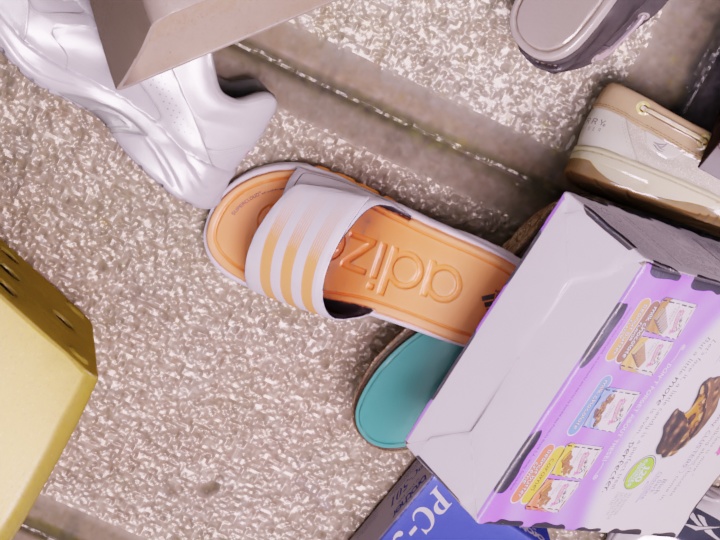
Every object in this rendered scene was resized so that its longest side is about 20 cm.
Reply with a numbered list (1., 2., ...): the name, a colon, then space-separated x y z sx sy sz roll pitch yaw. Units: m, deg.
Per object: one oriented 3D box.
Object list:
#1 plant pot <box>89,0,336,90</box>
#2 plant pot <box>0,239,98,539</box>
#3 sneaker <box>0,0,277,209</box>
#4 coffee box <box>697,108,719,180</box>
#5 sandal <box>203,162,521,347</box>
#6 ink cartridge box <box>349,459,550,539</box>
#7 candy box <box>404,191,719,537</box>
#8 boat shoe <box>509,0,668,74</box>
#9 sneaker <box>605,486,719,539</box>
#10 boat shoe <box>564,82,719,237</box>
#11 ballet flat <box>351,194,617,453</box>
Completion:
1. plant pot: -0.055 -0.221 0.938 0.199 0.200 0.178 -24 91 -13
2. plant pot: -0.254 0.062 1.059 0.200 0.200 0.176 43 93 -15
3. sneaker: -0.129 -0.129 1.053 0.200 0.078 0.099 39 98 -23
4. coffee box: 0.296 -0.061 1.010 0.199 0.080 0.113 29 150 -1
5. sandal: 0.003 -0.008 1.067 0.206 0.059 0.080 16 97 17
6. ink cartridge box: 0.020 0.212 1.190 0.094 0.044 0.200 34 106 -14
7. candy box: 0.147 0.060 1.066 0.200 0.072 0.168 13 115 -48
8. boat shoe: 0.161 -0.188 1.046 0.200 0.057 0.067 -45 69 10
9. sneaker: 0.249 0.200 1.144 0.198 0.130 0.080 18 108 -7
10. boat shoe: 0.217 -0.051 1.082 0.199 0.074 0.067 18 87 -14
11. ballet flat: 0.078 0.031 1.112 0.200 0.065 0.071 -40 92 15
